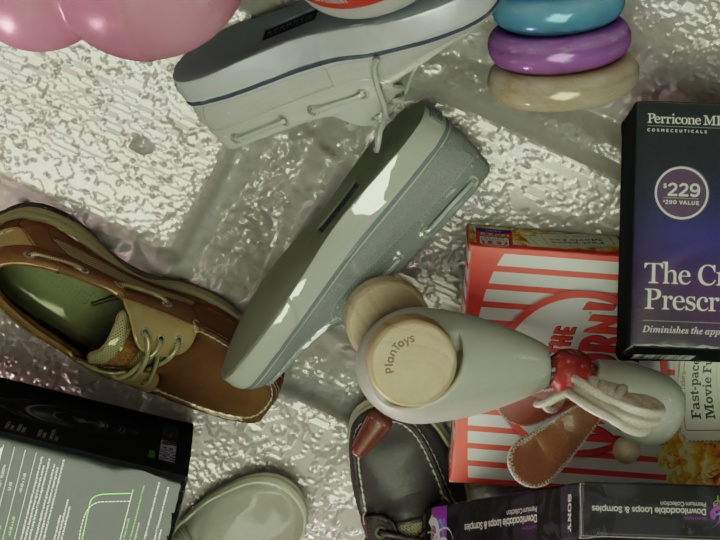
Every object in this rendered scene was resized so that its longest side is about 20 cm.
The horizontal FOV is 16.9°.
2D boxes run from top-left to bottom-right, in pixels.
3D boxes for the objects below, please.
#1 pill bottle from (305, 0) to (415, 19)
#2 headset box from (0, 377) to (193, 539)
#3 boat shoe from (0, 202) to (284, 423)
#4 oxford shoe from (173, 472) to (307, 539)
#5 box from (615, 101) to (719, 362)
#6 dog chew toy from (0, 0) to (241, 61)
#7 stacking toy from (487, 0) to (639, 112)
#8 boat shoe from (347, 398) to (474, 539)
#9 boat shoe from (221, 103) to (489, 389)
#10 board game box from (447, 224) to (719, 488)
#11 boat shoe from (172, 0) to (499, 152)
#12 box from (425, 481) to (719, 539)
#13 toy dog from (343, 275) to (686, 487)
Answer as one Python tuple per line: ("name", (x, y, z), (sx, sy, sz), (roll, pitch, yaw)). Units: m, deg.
("pill bottle", (-0.029, -0.225, 1.252), (0.112, 0.112, 0.200), (-28, 140, 14))
("headset box", (-0.206, 0.123, 1.421), (0.200, 0.174, 0.093), (14, 95, -4))
("boat shoe", (-0.141, 0.037, 1.440), (0.200, 0.074, 0.076), (29, 113, -11))
("oxford shoe", (-0.107, 0.206, 1.528), (0.075, 0.058, 0.200), (43, 107, -13))
("box", (0.248, -0.019, 1.364), (0.200, 0.079, 0.141), (2, 81, 0))
("dog chew toy", (-0.165, -0.174, 1.323), (0.200, 0.125, 0.125), (-1, 115, 12))
("stacking toy", (0.105, -0.192, 1.324), (0.085, 0.085, 0.200), (-4, 111, 4))
("boat shoe", (0.038, 0.172, 1.501), (0.072, 0.065, 0.200), (-10, 113, 8))
("boat shoe", (0.000, -0.001, 1.408), (0.072, 0.070, 0.201), (36, 98, -17))
("board game box", (0.157, 0.056, 1.444), (0.200, 0.046, 0.152), (3, 108, 1))
("boat shoe", (-0.002, -0.108, 1.360), (0.202, 0.075, 0.086), (-18, 121, 24))
("box", (0.142, 0.146, 1.402), (0.143, 0.200, 0.036), (4, 81, -24))
("toy dog", (0.073, 0.078, 1.355), (0.200, 0.132, 0.096), (22, 104, 10))
